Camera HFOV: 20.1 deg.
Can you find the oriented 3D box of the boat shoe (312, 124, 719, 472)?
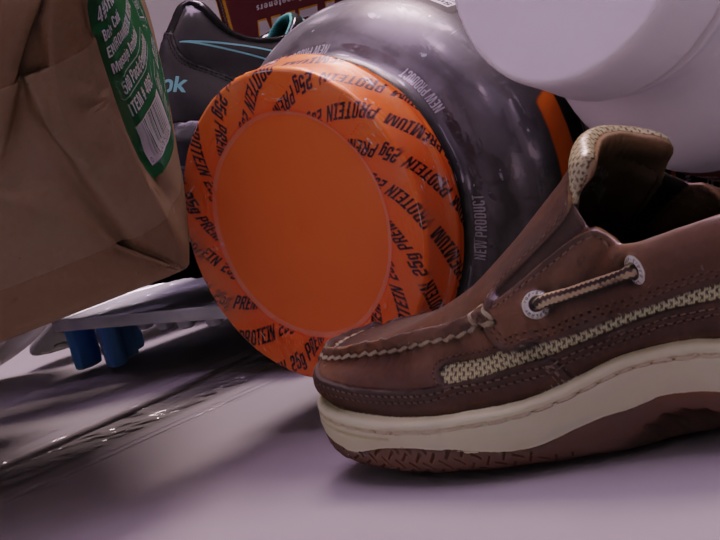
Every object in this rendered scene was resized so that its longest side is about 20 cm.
[{"bbox_3d":[0.068,0.000,0.494,0.202,0.075,0.075,-10,8,37],"label":"boat shoe"}]

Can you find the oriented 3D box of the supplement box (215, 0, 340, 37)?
[{"bbox_3d":[-0.001,-0.118,1.093,0.133,0.198,0.200,-16,7,-3],"label":"supplement box"}]

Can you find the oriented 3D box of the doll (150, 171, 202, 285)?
[{"bbox_3d":[-0.063,-0.017,0.822,0.200,0.049,0.136,-12,2,22],"label":"doll"}]

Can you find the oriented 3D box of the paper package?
[{"bbox_3d":[-0.158,-0.050,0.648,0.190,0.104,0.200,-22,25,2],"label":"paper package"}]

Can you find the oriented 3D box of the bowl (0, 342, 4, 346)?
[{"bbox_3d":[-0.217,0.029,0.754,0.199,0.075,0.200,-11,26,32],"label":"bowl"}]

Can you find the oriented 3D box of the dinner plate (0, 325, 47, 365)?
[{"bbox_3d":[-0.223,-0.016,0.885,0.200,0.200,0.024,-14,35,9],"label":"dinner plate"}]

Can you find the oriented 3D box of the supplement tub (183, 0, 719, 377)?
[{"bbox_3d":[0.044,-0.039,0.669,0.122,0.123,0.200,-9,10,42],"label":"supplement tub"}]

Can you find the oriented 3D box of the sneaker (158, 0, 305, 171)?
[{"bbox_3d":[-0.002,-0.075,0.915,0.200,0.079,0.075,3,-5,-32],"label":"sneaker"}]

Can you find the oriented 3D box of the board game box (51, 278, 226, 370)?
[{"bbox_3d":[0.000,0.000,0.861,0.200,0.026,0.200,-20,8,-35],"label":"board game box"}]

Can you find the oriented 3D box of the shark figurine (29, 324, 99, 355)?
[{"bbox_3d":[-0.088,-0.041,1.011,0.128,0.090,0.214,-37,3,23],"label":"shark figurine"}]

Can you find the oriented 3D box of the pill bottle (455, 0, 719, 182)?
[{"bbox_3d":[0.126,-0.078,0.595,0.200,0.112,0.112,8,-11,-42],"label":"pill bottle"}]
